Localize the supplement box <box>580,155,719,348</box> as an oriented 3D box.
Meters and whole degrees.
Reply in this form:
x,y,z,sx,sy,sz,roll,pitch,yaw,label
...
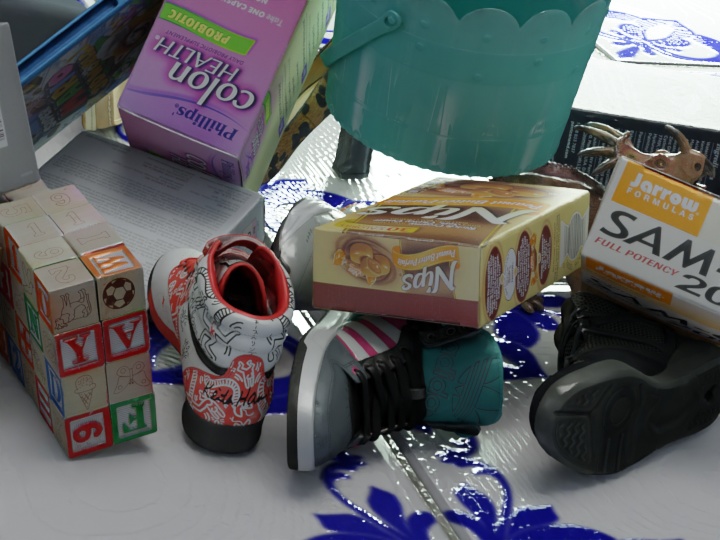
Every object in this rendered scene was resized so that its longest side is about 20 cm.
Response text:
x,y,z,sx,sy,sz,roll,pitch,yaw,label
0.216,0.001,1.476,0.125,0.074,0.200,23,-8,10,supplement box

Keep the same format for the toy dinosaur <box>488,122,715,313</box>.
x,y,z,sx,sy,sz,roll,pitch,yaw,label
0.145,-0.049,1.612,0.198,0.137,0.086,-1,25,-22,toy dinosaur

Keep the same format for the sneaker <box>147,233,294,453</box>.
x,y,z,sx,sy,sz,roll,pitch,yaw,label
-0.085,0.013,1.385,0.067,0.109,0.202,7,31,-17,sneaker

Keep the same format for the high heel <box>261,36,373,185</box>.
x,y,z,sx,sy,sz,roll,pitch,yaw,label
-0.069,-0.141,1.722,0.198,0.144,0.071,-4,27,-29,high heel

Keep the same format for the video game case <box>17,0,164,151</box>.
x,y,z,sx,sy,sz,roll,pitch,yaw,label
-0.212,-0.134,1.567,0.200,0.143,0.018,-41,82,-18,video game case

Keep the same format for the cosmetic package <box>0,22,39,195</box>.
x,y,z,sx,sy,sz,roll,pitch,yaw,label
-0.299,-0.099,1.401,0.199,0.108,0.090,2,19,43,cosmetic package

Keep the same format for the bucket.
x,y,z,sx,sy,sz,roll,pitch,yaw,label
0.070,-0.167,1.559,0.205,0.136,0.208,10,30,-6,bucket

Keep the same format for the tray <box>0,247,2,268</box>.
x,y,z,sx,sy,sz,roll,pitch,yaw,label
-0.315,0.007,1.347,0.198,0.100,0.037,18,25,18,tray

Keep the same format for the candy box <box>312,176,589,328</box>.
x,y,z,sx,sy,sz,roll,pitch,yaw,label
0.062,-0.015,1.424,0.114,0.056,0.200,6,13,24,candy box

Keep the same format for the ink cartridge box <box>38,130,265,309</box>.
x,y,z,sx,sy,sz,roll,pitch,yaw,label
-0.184,-0.011,1.534,0.161,0.057,0.200,20,46,22,ink cartridge box

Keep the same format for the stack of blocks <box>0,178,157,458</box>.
x,y,z,sx,sy,sz,roll,pitch,yaw,label
-0.191,0.010,1.354,0.058,0.116,0.200,-15,32,-21,stack of blocks

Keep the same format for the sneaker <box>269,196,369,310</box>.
x,y,z,sx,sy,sz,roll,pitch,yaw,label
0.000,0.000,1.498,0.091,0.076,0.200,28,17,18,sneaker

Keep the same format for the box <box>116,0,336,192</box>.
x,y,z,sx,sy,sz,roll,pitch,yaw,label
-0.090,-0.166,1.611,0.096,0.202,0.176,22,-11,3,box

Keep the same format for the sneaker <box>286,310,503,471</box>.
x,y,z,sx,sy,sz,roll,pitch,yaw,label
0.027,0.074,1.364,0.119,0.084,0.200,5,21,12,sneaker

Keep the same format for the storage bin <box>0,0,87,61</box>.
x,y,z,sx,sy,sz,roll,pitch,yaw,label
-0.312,-0.217,1.824,0.133,0.147,0.200,5,22,-37,storage bin

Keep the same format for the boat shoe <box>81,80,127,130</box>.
x,y,z,sx,sy,sz,roll,pitch,yaw,label
-0.184,-0.164,1.818,0.068,0.074,0.200,5,23,4,boat shoe

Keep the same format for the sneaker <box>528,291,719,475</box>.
x,y,z,sx,sy,sz,roll,pitch,yaw,label
0.147,0.071,1.423,0.114,0.077,0.199,24,24,33,sneaker

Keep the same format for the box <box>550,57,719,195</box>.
x,y,z,sx,sy,sz,roll,pitch,yaw,label
0.241,-0.095,1.793,0.198,0.105,0.148,9,23,-3,box
